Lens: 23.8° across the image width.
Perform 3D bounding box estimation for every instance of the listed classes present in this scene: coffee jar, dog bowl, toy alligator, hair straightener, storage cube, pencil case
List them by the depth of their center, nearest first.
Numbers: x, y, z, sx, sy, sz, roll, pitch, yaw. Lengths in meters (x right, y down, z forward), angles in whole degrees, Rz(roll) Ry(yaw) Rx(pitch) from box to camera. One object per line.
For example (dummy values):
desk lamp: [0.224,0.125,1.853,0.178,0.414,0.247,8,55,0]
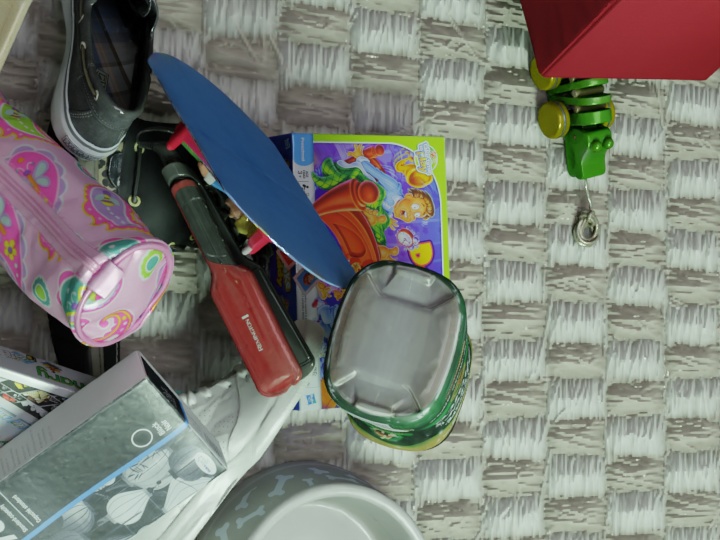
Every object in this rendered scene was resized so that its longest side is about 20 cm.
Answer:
pencil case: [-0.207,-0.039,1.088,0.087,0.088,0.200,-35,62,-25]
hair straightener: [-0.091,-0.011,1.155,0.041,0.077,0.201,-33,87,16]
coffee jar: [0.030,0.064,1.165,0.084,0.200,0.105,16,80,8]
dog bowl: [-0.030,0.242,1.250,0.198,0.058,0.202,1,87,-30]
storage cube: [0.226,-0.265,1.315,0.198,0.180,0.173,-3,67,-29]
toy alligator: [0.183,-0.119,1.384,0.059,0.054,0.202,-12,94,-29]

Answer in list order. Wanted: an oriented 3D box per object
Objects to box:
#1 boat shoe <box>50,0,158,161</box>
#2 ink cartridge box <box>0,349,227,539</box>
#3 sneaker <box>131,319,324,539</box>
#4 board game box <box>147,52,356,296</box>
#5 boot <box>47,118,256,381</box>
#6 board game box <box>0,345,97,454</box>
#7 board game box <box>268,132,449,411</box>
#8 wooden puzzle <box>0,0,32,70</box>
boat shoe: [-0.164,-0.169,1.144,0.070,0.066,0.202,28,49,-31]
ink cartridge box: [-0.194,0.147,1.107,0.199,0.039,0.100,-36,124,4]
sneaker: [-0.107,0.103,1.189,0.088,0.075,0.201,38,87,-3]
board game box: [-0.083,-0.055,1.120,0.039,0.201,0.158,-41,147,12]
boot: [-0.138,-0.013,1.190,0.152,0.073,0.206,-3,91,-32]
board game box: [-0.241,0.113,1.116,0.199,0.035,0.127,21,109,-27]
board game box: [0.000,0.000,1.282,0.133,0.045,0.202,-2,89,-30]
wooden puzzle: [-0.322,-0.131,1.058,0.184,0.046,0.202,21,74,5]
